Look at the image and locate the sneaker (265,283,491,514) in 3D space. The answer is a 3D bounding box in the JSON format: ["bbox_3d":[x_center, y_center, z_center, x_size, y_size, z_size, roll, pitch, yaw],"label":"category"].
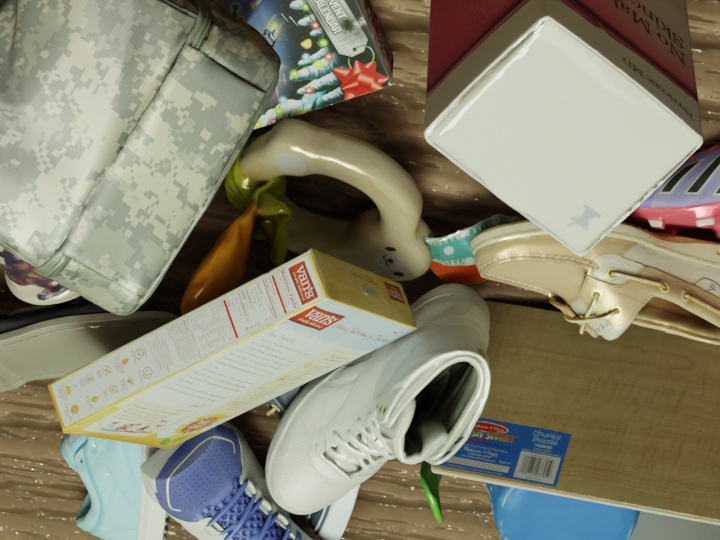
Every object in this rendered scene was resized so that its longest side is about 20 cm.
[{"bbox_3d":[0.008,0.103,1.580,0.074,0.116,0.200,38,108,-16],"label":"sneaker"}]

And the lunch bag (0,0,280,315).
[{"bbox_3d":[-0.166,-0.102,1.435,0.167,0.139,0.200,29,101,-25],"label":"lunch bag"}]

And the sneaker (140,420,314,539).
[{"bbox_3d":[-0.065,0.187,1.684,0.081,0.115,0.200,-44,140,-13],"label":"sneaker"}]

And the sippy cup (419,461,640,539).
[{"bbox_3d":[0.139,0.129,1.654,0.139,0.131,0.178,32,119,-19],"label":"sippy cup"}]

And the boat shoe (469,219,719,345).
[{"bbox_3d":[0.167,0.011,1.577,0.199,0.069,0.074,7,162,-19],"label":"boat shoe"}]

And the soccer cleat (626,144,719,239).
[{"bbox_3d":[0.266,-0.068,1.567,0.199,0.067,0.077,-9,79,21],"label":"soccer cleat"}]

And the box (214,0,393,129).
[{"bbox_3d":[-0.077,-0.185,1.508,0.136,0.040,0.200,-18,121,12],"label":"box"}]

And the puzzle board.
[{"bbox_3d":[0.160,0.094,1.593,0.199,0.151,0.017,9,139,14],"label":"puzzle board"}]

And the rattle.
[{"bbox_3d":[0.000,0.000,1.564,0.200,0.143,0.130,34,128,-22],"label":"rattle"}]

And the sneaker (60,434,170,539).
[{"bbox_3d":[-0.170,0.115,1.692,0.082,0.074,0.201,5,121,-1],"label":"sneaker"}]

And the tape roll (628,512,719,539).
[{"bbox_3d":[0.268,0.234,1.703,0.202,0.139,0.203,-1,127,-1],"label":"tape roll"}]

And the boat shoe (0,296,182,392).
[{"bbox_3d":[-0.206,0.035,1.629,0.199,0.063,0.073,-11,144,22],"label":"boat shoe"}]

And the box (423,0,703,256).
[{"bbox_3d":[0.119,-0.129,1.440,0.128,0.200,0.109,35,119,-20],"label":"box"}]

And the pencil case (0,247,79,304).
[{"bbox_3d":[-0.216,-0.074,1.560,0.089,0.078,0.201,21,137,44],"label":"pencil case"}]

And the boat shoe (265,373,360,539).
[{"bbox_3d":[-0.037,0.094,1.679,0.091,0.071,0.201,9,116,-3],"label":"boat shoe"}]

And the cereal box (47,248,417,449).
[{"bbox_3d":[-0.079,0.054,1.537,0.200,0.040,0.144,-27,161,17],"label":"cereal box"}]
